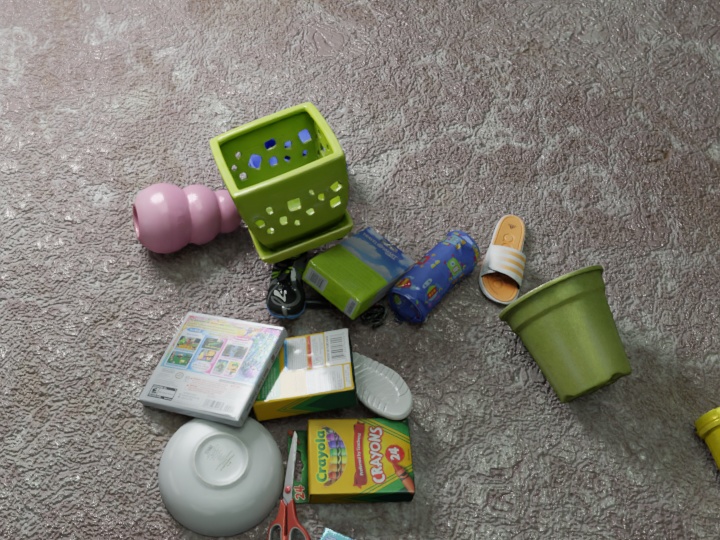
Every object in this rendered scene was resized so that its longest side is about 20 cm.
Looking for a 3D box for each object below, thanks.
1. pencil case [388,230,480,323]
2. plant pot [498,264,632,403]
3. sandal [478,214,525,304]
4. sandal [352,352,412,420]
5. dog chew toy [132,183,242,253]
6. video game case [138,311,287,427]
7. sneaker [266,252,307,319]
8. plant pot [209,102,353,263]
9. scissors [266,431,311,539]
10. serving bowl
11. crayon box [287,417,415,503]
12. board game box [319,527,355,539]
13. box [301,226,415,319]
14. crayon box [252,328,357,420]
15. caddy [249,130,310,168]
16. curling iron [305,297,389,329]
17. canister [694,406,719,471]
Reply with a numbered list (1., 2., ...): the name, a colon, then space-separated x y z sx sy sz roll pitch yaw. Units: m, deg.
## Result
1. pencil case: 0.135 0.014 1.619 0.200 0.078 0.087 -43 102 -29
2. plant pot: 0.366 0.118 1.533 0.199 0.201 0.185 -19 73 -18
3. sandal: 0.273 -0.035 1.679 0.078 0.059 0.208 14 57 2
4. sandal: 0.009 0.190 1.509 0.202 0.050 0.082 33 57 30
5. dog chew toy: -0.305 -0.099 1.613 0.198 0.125 0.125 -8 58 -22
6. video game case: -0.241 0.157 1.466 0.198 0.024 0.183 7 53 26
7. sneaker: -0.129 0.002 1.577 0.070 0.083 0.201 1 49 2
8. plant pot: -0.125 -0.140 1.530 0.197 0.182 0.200 -21 40 -7
9. scissors: -0.118 0.352 1.384 0.073 0.014 0.202 -19 62 17
10. serving bowl: -0.217 0.305 1.395 0.198 0.066 0.202 3 57 -5
11. crayon box: -0.017 0.304 1.431 0.198 0.051 0.128 0 58 -7
12. board game box: -0.028 0.492 1.285 0.150 0.047 0.201 14 55 26
13. box: 0.000 0.000 1.594 0.122 0.048 0.200 38 35 14
14. crayon box: -0.109 0.173 1.473 0.198 0.052 0.126 -9 47 2
15. caddy: -0.120 -0.204 1.711 0.199 0.105 0.142 23 79 5
16. curling iron: -0.047 0.067 1.592 0.198 0.026 0.050 9 55 -1
17. canister: 0.670 0.322 1.491 0.147 0.087 0.201 -11 61 -14
